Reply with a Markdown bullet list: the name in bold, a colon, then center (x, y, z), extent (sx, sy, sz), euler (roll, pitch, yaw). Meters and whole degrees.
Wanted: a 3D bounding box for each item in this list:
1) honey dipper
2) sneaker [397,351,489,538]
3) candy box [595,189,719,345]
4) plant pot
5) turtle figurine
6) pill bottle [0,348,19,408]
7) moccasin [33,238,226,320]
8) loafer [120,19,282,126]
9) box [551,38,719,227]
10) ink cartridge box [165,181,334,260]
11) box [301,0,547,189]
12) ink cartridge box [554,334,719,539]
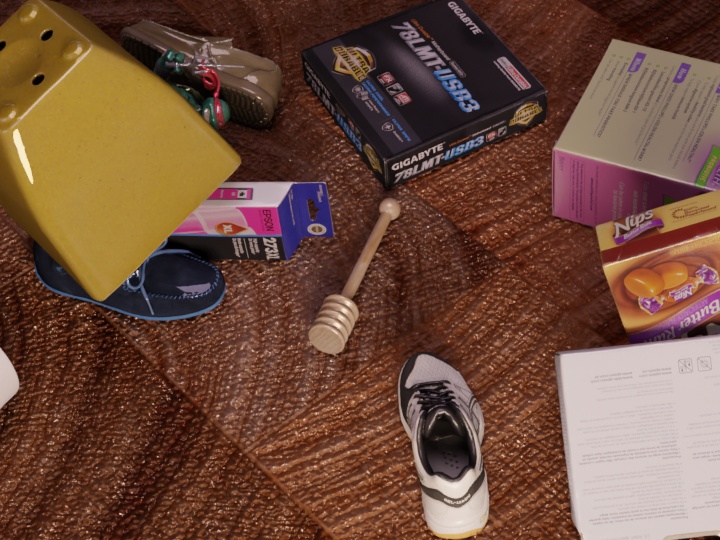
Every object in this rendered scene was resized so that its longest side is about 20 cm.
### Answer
- **honey dipper**: center (0.000, 0.000, 1.845), extent (0.038, 0.038, 0.201), euler (12, 45, 16)
- **sneaker**: center (0.077, 0.136, 1.674), extent (0.075, 0.088, 0.201), euler (-12, 46, -3)
- **candy box**: center (0.288, 0.032, 1.656), extent (0.116, 0.201, 0.057), euler (-17, 42, 11)
- **plant pot**: center (-0.269, -0.134, 1.756), extent (0.194, 0.200, 0.195), euler (-45, 51, -7)
- **turtle figurine**: center (-0.208, -0.151, 1.954), extent (0.198, 0.151, 0.101), euler (-10, 9, 1)
- **pill bottle**: center (-0.409, 0.140, 1.700), extent (0.109, 0.110, 0.200), euler (28, 56, 27)
- **moccasin**: center (-0.231, 0.000, 1.838), extent (0.198, 0.069, 0.081), euler (5, 49, 11)
- **loafer**: center (-0.169, -0.219, 2.035), extent (0.199, 0.076, 0.068), euler (27, 54, 15)
- **box**: center (0.313, -0.120, 1.879), extent (0.198, 0.097, 0.177), euler (16, 51, 20)
- **ink cartridge box**: center (-0.128, -0.049, 1.855), extent (0.198, 0.095, 0.037), euler (-2, 56, 4)
- **box**: center (0.066, -0.197, 2.007), extent (0.197, 0.050, 0.201), euler (-24, 51, -15)
- **ink cartridge box**: center (0.274, 0.159, 1.621), extent (0.197, 0.041, 0.202), euler (-6, 87, -1)
